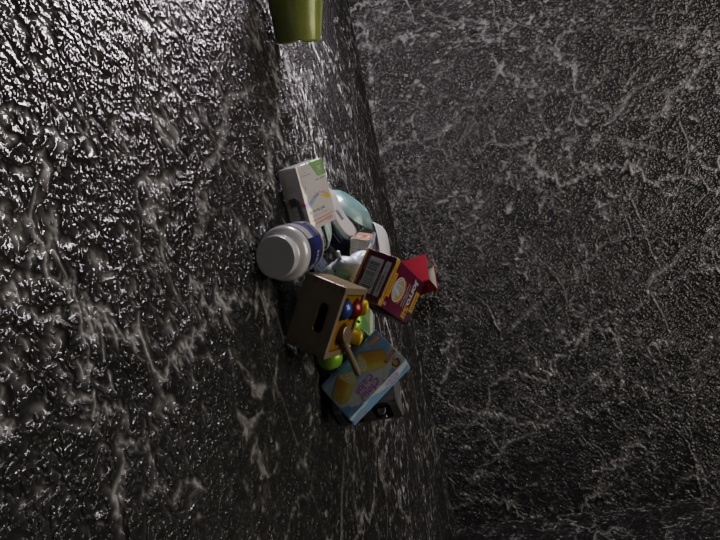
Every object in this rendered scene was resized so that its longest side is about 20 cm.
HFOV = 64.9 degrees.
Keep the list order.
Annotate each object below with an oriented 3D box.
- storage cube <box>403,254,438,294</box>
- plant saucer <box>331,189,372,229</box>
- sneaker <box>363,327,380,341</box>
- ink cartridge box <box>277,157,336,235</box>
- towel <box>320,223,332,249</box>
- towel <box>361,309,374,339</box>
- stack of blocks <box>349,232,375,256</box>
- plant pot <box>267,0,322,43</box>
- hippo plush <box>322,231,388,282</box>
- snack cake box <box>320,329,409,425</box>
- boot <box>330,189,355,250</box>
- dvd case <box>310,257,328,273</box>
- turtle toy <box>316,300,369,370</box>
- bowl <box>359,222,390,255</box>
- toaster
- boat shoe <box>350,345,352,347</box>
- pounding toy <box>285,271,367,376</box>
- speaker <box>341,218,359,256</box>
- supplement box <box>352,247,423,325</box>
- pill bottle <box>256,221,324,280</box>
[{"bbox_3d":[0.361,0.034,3.493,0.171,0.176,0.204,41,36,-54],"label":"storage cube"},{"bbox_3d":[-0.030,-0.209,1.833,0.199,0.039,0.201,36,13,-10],"label":"plant saucer"},{"bbox_3d":[-0.003,0.199,1.829,0.202,0.087,0.076,55,24,0],"label":"sneaker"},{"bbox_3d":[-0.127,-0.169,1.436,0.117,0.066,0.205,-34,115,-51],"label":"ink cartridge box"},{"bbox_3d":[-0.119,-0.169,1.593,0.171,0.047,0.205,-76,154,-76],"label":"towel"},{"bbox_3d":[-0.020,0.114,1.751,0.201,0.023,0.154,49,24,-25],"label":"towel"},{"bbox_3d":[0.000,0.000,1.681,0.115,0.057,0.205,-45,140,-69],"label":"stack of blocks"},{"bbox_3d":[-0.180,-0.738,1.585,0.201,0.195,0.189,-72,159,-68],"label":"plant pot"},{"bbox_3d":[-0.019,0.021,1.541,0.161,0.198,0.160,58,19,4],"label":"hippo plush"},{"bbox_3d":[0.013,0.265,1.406,0.115,0.200,0.068,40,-11,29],"label":"snack cake box"},{"bbox_3d":[-0.095,-0.159,1.723,0.072,0.090,0.203,-14,68,-43],"label":"boot"},{"bbox_3d":[-0.110,0.041,1.539,0.143,0.017,0.205,57,25,-62],"label":"dvd case"},{"bbox_3d":[-0.063,0.145,1.413,0.101,0.142,0.205,116,-13,-72],"label":"turtle toy"},{"bbox_3d":[0.037,-0.038,1.922,0.073,0.199,0.205,9,63,-30],"label":"bowl"},{"bbox_3d":[0.015,0.293,1.498,0.119,0.176,0.204,66,16,-60],"label":"toaster"},{"bbox_3d":[-0.021,0.256,1.641,0.071,0.070,0.204,-88,163,-51],"label":"boat shoe"},{"bbox_3d":[-0.058,0.127,1.271,0.205,0.139,0.184,-71,162,3],"label":"pounding toy"},{"bbox_3d":[-0.035,-0.090,1.898,0.081,0.079,0.205,47,34,-69],"label":"speaker"},{"bbox_3d":[0.072,0.046,1.505,0.200,0.102,0.133,37,75,-57],"label":"supplement box"},{"bbox_3d":[-0.148,-0.040,1.185,0.200,0.108,0.114,-43,121,-77],"label":"pill bottle"}]
